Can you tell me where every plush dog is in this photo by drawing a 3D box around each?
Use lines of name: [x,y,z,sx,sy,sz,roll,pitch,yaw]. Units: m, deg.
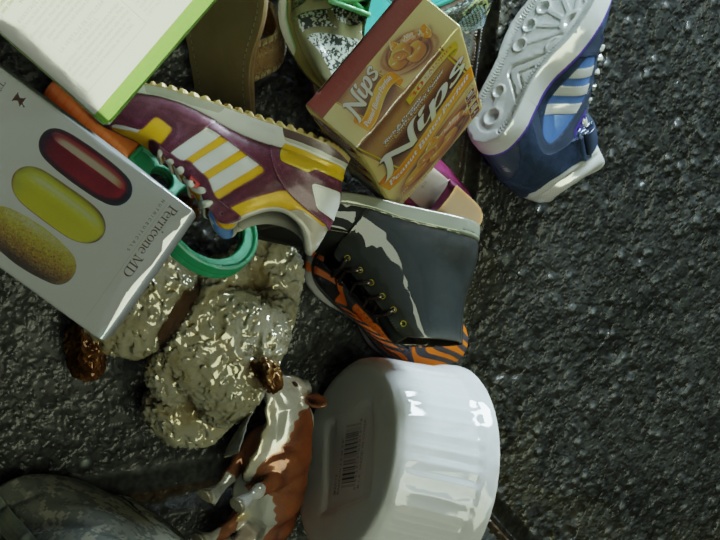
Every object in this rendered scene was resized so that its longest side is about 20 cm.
plush dog: [-0.145,0.040,1.167,0.171,0.160,0.201,30,91,-13]

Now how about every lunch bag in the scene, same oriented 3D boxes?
lunch bag: [-0.206,0.252,1.164,0.140,0.199,0.168,-52,130,-8]

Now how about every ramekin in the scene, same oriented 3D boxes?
ramekin: [0.027,0.173,1.286,0.097,0.200,0.203,15,100,-28]

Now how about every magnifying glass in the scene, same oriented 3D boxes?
magnifying glass: [-0.159,-0.074,1.119,0.200,0.022,0.080,42,47,-7]

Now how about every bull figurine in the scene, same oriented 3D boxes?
bull figurine: [-0.085,0.180,1.258,0.121,0.065,0.202,-40,148,-38]

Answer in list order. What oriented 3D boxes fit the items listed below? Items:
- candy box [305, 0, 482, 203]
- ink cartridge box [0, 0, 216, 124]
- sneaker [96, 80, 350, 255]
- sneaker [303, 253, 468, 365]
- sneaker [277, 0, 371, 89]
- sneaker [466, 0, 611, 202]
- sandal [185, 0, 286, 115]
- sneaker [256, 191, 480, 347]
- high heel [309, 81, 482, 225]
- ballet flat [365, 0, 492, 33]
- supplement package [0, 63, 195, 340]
candy box: [0.031,-0.125,1.125,0.116,0.055,0.200,-50,167,-2]
ink cartridge box: [-0.200,-0.222,0.987,0.200,0.076,0.148,42,90,-21]
sneaker: [-0.111,-0.075,1.078,0.198,0.075,0.091,16,84,4]
sneaker: [0.042,0.047,1.295,0.199,0.112,0.078,30,91,-37]
sneaker: [-0.010,-0.231,1.122,0.076,0.088,0.203,8,74,-39]
sneaker: [0.187,-0.159,1.340,0.146,0.080,0.201,38,82,-45]
sandal: [-0.092,-0.173,1.163,0.069,0.077,0.215,-21,119,-58]
sneaker: [0.000,0.000,1.179,0.197,0.075,0.108,8,78,-12]
high heel: [0.025,-0.107,1.279,0.199,0.096,0.068,38,89,-16]
ballet flat: [0.030,-0.201,1.227,0.198,0.074,0.075,-21,118,-20]
supplement package: [-0.225,-0.055,1.031,0.199,0.110,0.114,36,87,-4]
